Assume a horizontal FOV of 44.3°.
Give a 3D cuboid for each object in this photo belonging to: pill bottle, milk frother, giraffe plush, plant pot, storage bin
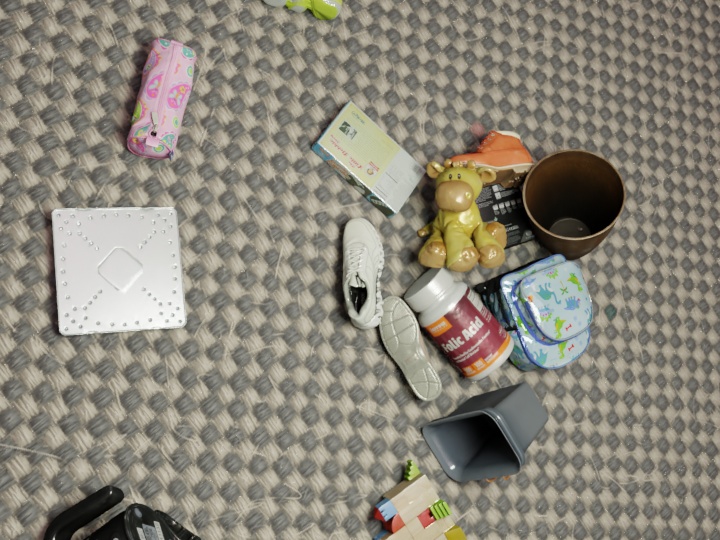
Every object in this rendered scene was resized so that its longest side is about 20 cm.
[{"bbox_3d":[0.178,0.094,1.620,0.200,0.114,0.114,48,64,-8],"label":"pill bottle"},{"bbox_3d":[-0.349,0.436,1.292,0.187,0.181,0.200,-35,128,6],"label":"milk frother"},{"bbox_3d":[0.182,-0.112,1.602,0.171,0.200,0.163,-5,120,-4],"label":"giraffe plush"},{"bbox_3d":[0.408,-0.103,1.718,0.185,0.200,0.189,-4,67,9],"label":"plant pot"},{"bbox_3d":[0.236,0.285,1.567,0.134,0.200,0.146,-34,94,-37],"label":"storage bin"}]

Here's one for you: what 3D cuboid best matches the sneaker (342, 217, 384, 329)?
[{"bbox_3d":[0.000,0.000,1.566,0.074,0.081,0.202,-9,77,17],"label":"sneaker"}]

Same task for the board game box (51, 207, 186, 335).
[{"bbox_3d":[-0.388,0.000,1.424,0.198,0.026,0.202,-2,80,-26],"label":"board game box"}]

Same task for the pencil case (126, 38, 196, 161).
[{"bbox_3d":[-0.333,-0.286,1.483,0.087,0.087,0.202,17,71,-21],"label":"pencil case"}]

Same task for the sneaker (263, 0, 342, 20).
[{"bbox_3d":[-0.126,-0.544,1.654,0.199,0.076,0.106,18,59,-28],"label":"sneaker"}]

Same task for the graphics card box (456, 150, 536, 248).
[{"bbox_3d":[0.259,-0.138,1.747,0.125,0.051,0.202,-17,85,-28],"label":"graphics card box"}]

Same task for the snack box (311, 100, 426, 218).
[{"bbox_3d":[0.017,-0.207,1.656,0.200,0.037,0.116,41,64,-12],"label":"snack box"}]

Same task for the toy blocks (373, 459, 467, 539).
[{"bbox_3d":[0.088,0.450,1.518,0.136,0.100,0.201,-31,93,-16],"label":"toy blocks"}]

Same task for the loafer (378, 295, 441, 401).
[{"bbox_3d":[0.088,0.141,1.606,0.071,0.063,0.201,-25,86,6],"label":"loafer"}]

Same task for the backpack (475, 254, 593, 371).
[{"bbox_3d":[0.348,0.086,1.685,0.182,0.147,0.202,-20,90,-25],"label":"backpack"}]

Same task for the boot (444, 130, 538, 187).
[{"bbox_3d":[0.238,-0.217,1.696,0.198,0.075,0.108,-4,68,-27],"label":"boot"}]
